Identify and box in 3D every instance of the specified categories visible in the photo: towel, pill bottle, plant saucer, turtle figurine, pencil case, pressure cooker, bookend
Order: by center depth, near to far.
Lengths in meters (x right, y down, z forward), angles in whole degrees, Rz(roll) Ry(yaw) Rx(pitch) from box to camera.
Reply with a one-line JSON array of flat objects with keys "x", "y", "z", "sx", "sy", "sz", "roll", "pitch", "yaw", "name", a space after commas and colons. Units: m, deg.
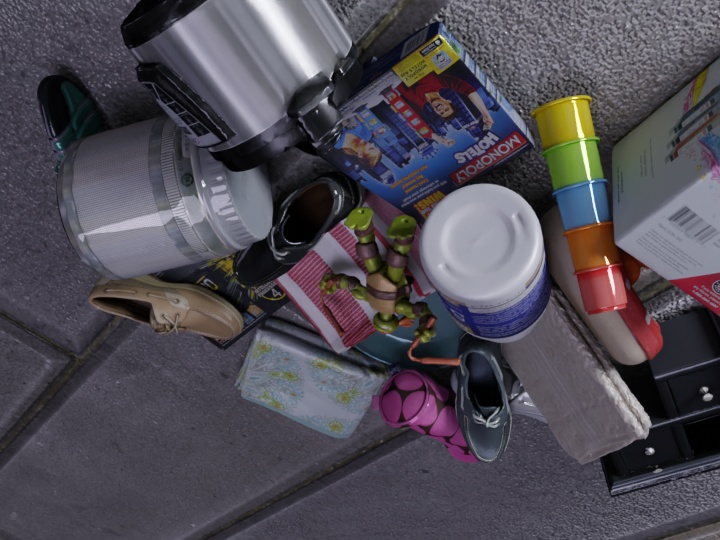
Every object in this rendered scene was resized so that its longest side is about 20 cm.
[{"x": -0.093, "y": -0.188, "z": 0.752, "sx": 0.177, "sy": 0.177, "sz": 0.201, "roll": -21, "pitch": 122, "yaw": 29, "name": "pressure cooker"}, {"x": 0.137, "y": 0.005, "z": 0.864, "sx": 0.118, "sy": 0.121, "sz": 0.200, "roll": 0, "pitch": 159, "yaw": 18, "name": "pill bottle"}, {"x": 0.035, "y": 0.016, "z": 0.921, "sx": 0.199, "sy": 0.064, "sz": 0.163, "roll": 25, "pitch": 133, "yaw": 33, "name": "turtle figurine"}, {"x": 0.244, "y": 0.125, "z": 0.976, "sx": 0.201, "sy": 0.034, "sz": 0.133, "roll": 58, "pitch": 146, "yaw": 11, "name": "towel"}, {"x": 0.000, "y": 0.000, "z": 0.980, "sx": 0.199, "sy": 0.023, "sz": 0.144, "roll": -35, "pitch": 101, "yaw": 26, "name": "towel"}, {"x": 0.362, "y": 0.155, "z": 0.995, "sx": 0.196, "sy": 0.093, "sz": 0.201, "roll": -20, "pitch": 127, "yaw": 16, "name": "bookend"}, {"x": 0.061, "y": 0.050, "z": 1.057, "sx": 0.197, "sy": 0.036, "sz": 0.202, "roll": 9, "pitch": 136, "yaw": 9, "name": "plant saucer"}, {"x": 0.106, "y": 0.201, "z": 1.132, "sx": 0.093, "sy": 0.092, "sz": 0.199, "roll": -24, "pitch": 139, "yaw": 30, "name": "pencil case"}, {"x": -0.077, "y": 0.160, "z": 1.207, "sx": 0.198, "sy": 0.049, "sz": 0.172, "roll": 22, "pitch": 138, "yaw": -5, "name": "towel"}]

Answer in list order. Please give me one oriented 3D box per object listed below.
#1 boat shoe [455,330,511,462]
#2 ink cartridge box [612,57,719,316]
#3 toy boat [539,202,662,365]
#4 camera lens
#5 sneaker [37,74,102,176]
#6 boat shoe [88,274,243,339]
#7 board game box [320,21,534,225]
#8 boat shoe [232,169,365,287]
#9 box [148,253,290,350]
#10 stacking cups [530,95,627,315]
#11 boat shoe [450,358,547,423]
[{"x": 0.149, "y": 0.163, "z": 1.031, "sx": 0.072, "sy": 0.062, "sz": 0.203, "roll": 1, "pitch": 115, "yaw": 15, "name": "boat shoe"}, {"x": 0.347, "y": -0.090, "z": 0.740, "sx": 0.144, "sy": 0.146, "sz": 0.200, "roll": 31, "pitch": 136, "yaw": -16, "name": "ink cartridge box"}, {"x": 0.280, "y": -0.005, "z": 0.888, "sx": 0.130, "sy": 0.131, "sz": 0.200, "roll": -37, "pitch": 121, "yaw": 7, "name": "toy boat"}, {"x": -0.213, "y": -0.084, "z": 0.902, "sx": 0.197, "sy": 0.161, "sz": 0.161, "roll": -12, "pitch": 131, "yaw": 13, "name": "camera lens"}, {"x": -0.342, "y": -0.135, "z": 0.976, "sx": 0.086, "sy": 0.075, "sz": 0.202, "roll": 6, "pitch": 134, "yaw": 26, "name": "sneaker"}, {"x": -0.250, "y": 0.054, "z": 1.070, "sx": 0.197, "sy": 0.065, "sz": 0.072, "roll": 18, "pitch": 136, "yaw": 3, "name": "boat shoe"}, {"x": 0.071, "y": -0.131, "z": 0.850, "sx": 0.199, "sy": 0.062, "sz": 0.200, "roll": -27, "pitch": 123, "yaw": 37, "name": "board game box"}, {"x": -0.084, "y": -0.045, "z": 0.946, "sx": 0.199, "sy": 0.068, "sz": 0.072, "roll": -37, "pitch": 91, "yaw": 28, "name": "boat shoe"}, {"x": -0.182, "y": 0.007, "z": 1.083, "sx": 0.161, "sy": 0.049, "sz": 0.199, "roll": 40, "pitch": 131, "yaw": -18, "name": "box"}, {"x": 0.208, "y": -0.060, "z": 0.787, "sx": 0.060, "sy": 0.203, "sz": 0.061, "roll": -9, "pitch": 174, "yaw": -1, "name": "stacking cups"}, {"x": 0.221, "y": 0.150, "z": 1.080, "sx": 0.199, "sy": 0.075, "sz": 0.087, "roll": 19, "pitch": 138, "yaw": -5, "name": "boat shoe"}]
